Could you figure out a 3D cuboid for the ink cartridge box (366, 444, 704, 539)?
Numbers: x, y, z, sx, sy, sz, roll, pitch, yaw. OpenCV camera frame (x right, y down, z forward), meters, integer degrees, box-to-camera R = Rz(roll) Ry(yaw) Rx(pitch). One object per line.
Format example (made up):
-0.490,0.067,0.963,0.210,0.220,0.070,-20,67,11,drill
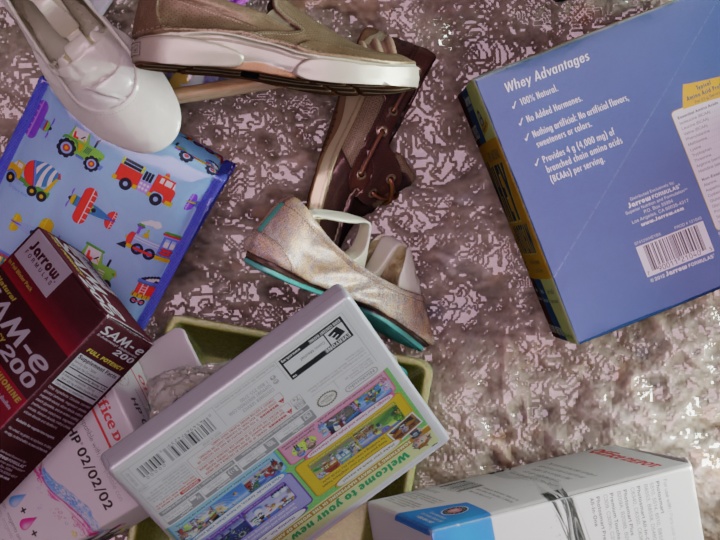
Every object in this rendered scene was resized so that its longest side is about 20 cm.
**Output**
0.124,0.189,1.380,0.200,0.146,0.084,-11,94,-16,ink cartridge box

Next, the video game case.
-0.055,0.123,1.357,0.200,0.022,0.182,-36,134,-2,video game case

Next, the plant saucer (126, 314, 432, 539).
-0.061,0.147,1.450,0.200,0.048,0.200,10,90,0,plant saucer

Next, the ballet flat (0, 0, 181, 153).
-0.202,-0.162,1.353,0.069,0.069,0.200,-39,76,-1,ballet flat

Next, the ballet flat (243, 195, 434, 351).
0.000,0.000,1.395,0.068,0.200,0.067,23,86,41,ballet flat

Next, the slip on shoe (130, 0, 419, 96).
-0.056,-0.158,1.336,0.200,0.076,0.061,6,87,-7,slip on shoe

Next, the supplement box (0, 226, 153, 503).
-0.252,0.080,1.360,0.200,0.061,0.109,-46,54,4,supplement box

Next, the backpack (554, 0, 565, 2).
0.165,-0.282,1.378,0.147,0.200,0.183,-29,91,-1,backpack

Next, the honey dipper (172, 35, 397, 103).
-0.073,-0.134,1.394,0.200,0.038,0.038,-9,90,-5,honey dipper

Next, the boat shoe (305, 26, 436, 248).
0.006,-0.077,1.442,0.072,0.072,0.200,17,84,0,boat shoe

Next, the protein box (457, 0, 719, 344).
0.201,-0.076,1.410,0.199,0.135,0.200,-22,91,-1,protein box

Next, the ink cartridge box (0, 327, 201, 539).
-0.198,0.134,1.403,0.200,0.068,0.115,-31,77,14,ink cartridge box

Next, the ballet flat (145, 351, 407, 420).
-0.061,0.080,1.385,0.200,0.072,0.072,-5,90,-28,ballet flat

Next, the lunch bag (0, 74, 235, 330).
-0.207,-0.024,1.436,0.151,0.094,0.200,29,99,-3,lunch bag

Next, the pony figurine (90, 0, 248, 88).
-0.119,-0.232,1.410,0.193,0.167,0.200,21,107,2,pony figurine
